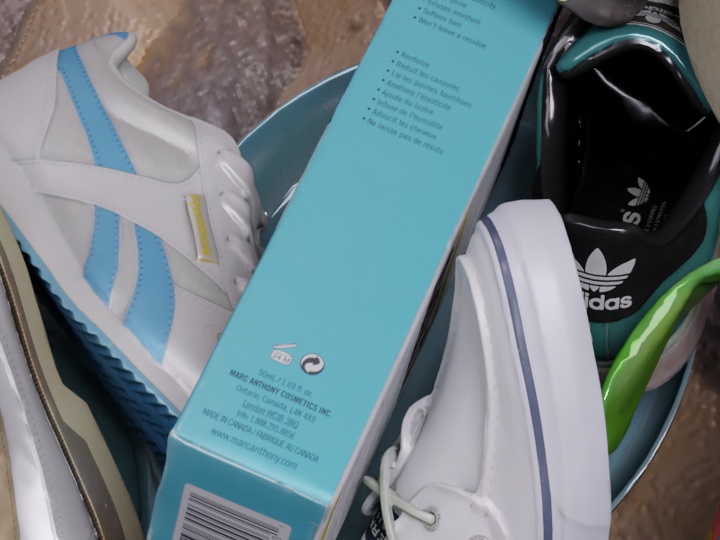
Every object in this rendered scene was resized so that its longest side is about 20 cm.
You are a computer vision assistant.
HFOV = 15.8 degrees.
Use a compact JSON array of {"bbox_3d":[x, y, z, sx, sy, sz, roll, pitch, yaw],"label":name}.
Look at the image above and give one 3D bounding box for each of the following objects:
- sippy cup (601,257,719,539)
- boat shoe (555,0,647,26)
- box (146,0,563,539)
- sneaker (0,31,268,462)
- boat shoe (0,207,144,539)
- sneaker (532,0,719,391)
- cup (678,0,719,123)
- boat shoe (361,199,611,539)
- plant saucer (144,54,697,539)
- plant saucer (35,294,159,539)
[{"bbox_3d":[0.153,0.080,0.708,0.178,0.139,0.131,40,105,52],"label":"sippy cup"},{"bbox_3d":[0.026,-0.150,0.786,0.201,0.071,0.061,48,132,36],"label":"boat shoe"},{"bbox_3d":[0.000,0.000,0.764,0.049,0.082,0.201,23,55,4],"label":"box"},{"bbox_3d":[-0.060,0.001,0.840,0.081,0.077,0.200,-33,64,-12],"label":"sneaker"},{"bbox_3d":[-0.142,0.026,0.809,0.201,0.068,0.075,57,133,15],"label":"boat shoe"},{"bbox_3d":[0.095,-0.065,0.794,0.071,0.080,0.201,8,59,10],"label":"sneaker"},{"bbox_3d":[0.174,-0.085,0.730,0.143,0.200,0.201,-35,57,34],"label":"cup"},{"bbox_3d":[0.032,0.077,0.738,0.066,0.201,0.074,-7,25,-7],"label":"boat shoe"},{"bbox_3d":[0.020,0.021,0.852,0.199,0.027,0.201,-11,64,22],"label":"plant saucer"},{"bbox_3d":[-0.135,0.097,0.918,0.199,0.027,0.202,-10,67,24],"label":"plant saucer"}]
